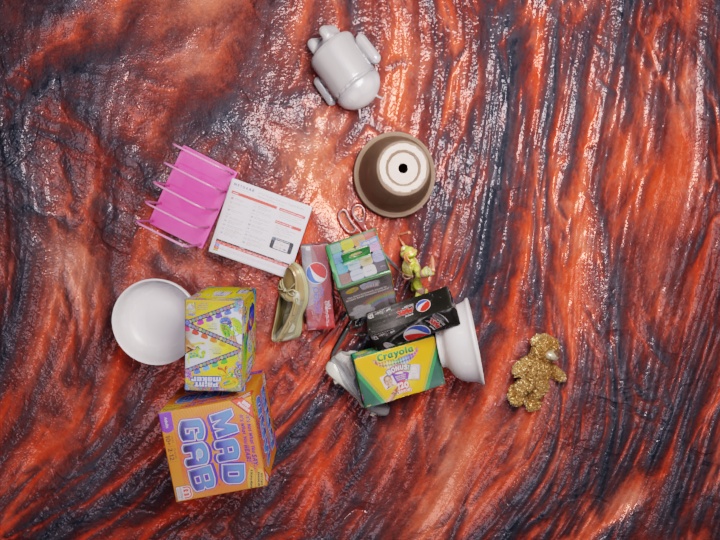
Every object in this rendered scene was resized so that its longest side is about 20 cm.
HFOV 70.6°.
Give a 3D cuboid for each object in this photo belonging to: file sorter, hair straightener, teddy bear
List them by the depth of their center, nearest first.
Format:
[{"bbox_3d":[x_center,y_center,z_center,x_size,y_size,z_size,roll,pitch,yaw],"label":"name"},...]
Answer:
[{"bbox_3d":[-0.392,-0.167,1.146,0.138,0.125,0.201,26,94,-5],"label":"file sorter"},{"bbox_3d":[-0.015,0.130,1.245,0.077,0.041,0.201,37,88,-6],"label":"hair straightener"},{"bbox_3d":[0.440,0.258,1.262,0.145,0.067,0.201,37,93,-8],"label":"teddy bear"}]

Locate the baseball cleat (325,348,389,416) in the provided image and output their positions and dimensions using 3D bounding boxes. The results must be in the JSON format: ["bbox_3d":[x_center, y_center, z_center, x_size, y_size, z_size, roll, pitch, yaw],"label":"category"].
[{"bbox_3d":[0.012,0.269,1.230,0.200,0.070,0.107,38,102,-13],"label":"baseball cleat"}]

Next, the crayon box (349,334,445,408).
[{"bbox_3d":[0.086,0.229,1.187,0.198,0.058,0.120,-15,97,-9],"label":"crayon box"}]

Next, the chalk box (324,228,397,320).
[{"bbox_3d":[0.000,0.000,1.133,0.123,0.201,0.125,-17,56,-1],"label":"chalk box"}]

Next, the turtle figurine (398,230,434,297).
[{"bbox_3d":[0.127,0.010,1.175,0.064,0.200,0.162,-23,120,-10],"label":"turtle figurine"}]

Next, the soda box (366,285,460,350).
[{"bbox_3d":[0.116,0.108,1.134,0.198,0.071,0.064,-20,131,14],"label":"soda box"}]

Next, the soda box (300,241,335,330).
[{"bbox_3d":[-0.100,0.036,1.210,0.069,0.063,0.202,-4,98,-4],"label":"soda box"}]

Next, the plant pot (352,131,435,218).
[{"bbox_3d":[0.082,-0.218,1.140,0.198,0.175,0.202,0,96,-3],"label":"plant pot"}]

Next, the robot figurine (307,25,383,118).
[{"bbox_3d":[-0.032,-0.448,1.142,0.169,0.113,0.201,-31,98,38],"label":"robot figurine"}]

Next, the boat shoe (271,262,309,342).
[{"bbox_3d":[-0.168,0.078,1.179,0.063,0.073,0.202,-14,129,-39],"label":"boat shoe"}]

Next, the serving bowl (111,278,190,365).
[{"bbox_3d":[-0.474,0.116,1.200,0.198,0.066,0.202,0,96,-3],"label":"serving bowl"}]

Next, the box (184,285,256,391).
[{"bbox_3d":[-0.309,0.145,1.145,0.121,0.200,0.195,2,96,-4],"label":"box"}]

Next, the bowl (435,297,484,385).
[{"bbox_3d":[0.227,0.171,1.189,0.090,0.201,0.203,-11,97,13],"label":"bowl"}]

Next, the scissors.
[{"bbox_3d":[0.016,-0.071,1.235,0.073,0.014,0.201,-31,98,-2],"label":"scissors"}]

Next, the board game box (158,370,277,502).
[{"bbox_3d":[-0.315,0.368,1.167,0.198,0.200,0.202,-9,96,-2],"label":"board game box"}]

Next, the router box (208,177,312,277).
[{"bbox_3d":[-0.232,-0.098,1.200,0.198,0.049,0.181,20,94,-5],"label":"router box"}]
